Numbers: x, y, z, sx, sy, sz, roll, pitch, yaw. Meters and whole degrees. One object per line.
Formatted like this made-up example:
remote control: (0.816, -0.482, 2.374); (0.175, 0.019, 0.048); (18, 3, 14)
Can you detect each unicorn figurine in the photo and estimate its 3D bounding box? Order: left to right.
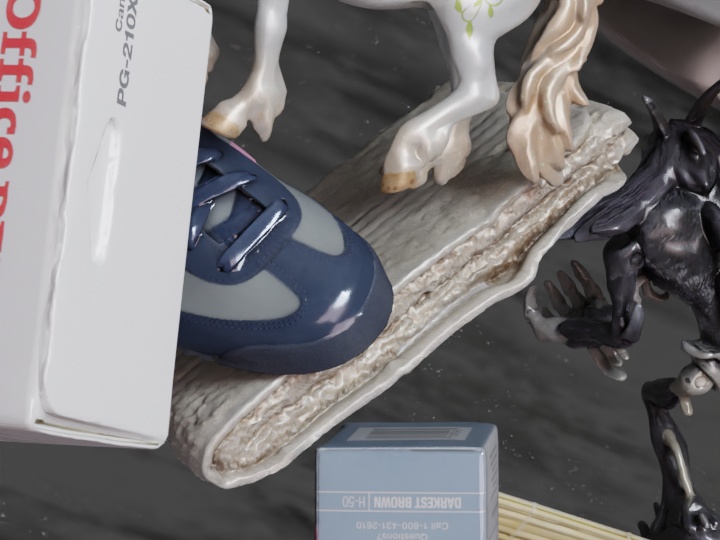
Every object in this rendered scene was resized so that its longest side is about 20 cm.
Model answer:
unicorn figurine: (-0.006, -0.104, 0.887); (0.200, 0.074, 0.137); (14, 103, -34)

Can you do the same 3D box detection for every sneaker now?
sneaker: (-0.079, -0.033, 0.920); (0.070, 0.200, 0.082); (-52, 154, -25)

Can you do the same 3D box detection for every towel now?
towel: (0.000, 0.000, 0.985); (0.200, 0.133, 0.034); (-38, 112, -13)

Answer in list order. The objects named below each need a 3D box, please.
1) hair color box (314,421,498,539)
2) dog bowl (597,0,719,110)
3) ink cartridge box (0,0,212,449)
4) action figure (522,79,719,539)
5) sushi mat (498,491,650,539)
hair color box: (0.018, 0.156, 0.948); (0.061, 0.099, 0.200); (-1, 92, 5)
dog bowl: (0.164, -0.089, 1.005); (0.200, 0.200, 0.059); (29, 87, -20)
ink cartridge box: (-0.155, -0.023, 0.847); (0.084, 0.200, 0.145); (21, 73, -63)
action figure: (0.125, 0.010, 1.051); (0.119, 0.102, 0.200); (-19, 116, -16)
sushi mat: (0.081, 0.132, 1.059); (0.200, 0.012, 0.096); (19, 130, -21)
